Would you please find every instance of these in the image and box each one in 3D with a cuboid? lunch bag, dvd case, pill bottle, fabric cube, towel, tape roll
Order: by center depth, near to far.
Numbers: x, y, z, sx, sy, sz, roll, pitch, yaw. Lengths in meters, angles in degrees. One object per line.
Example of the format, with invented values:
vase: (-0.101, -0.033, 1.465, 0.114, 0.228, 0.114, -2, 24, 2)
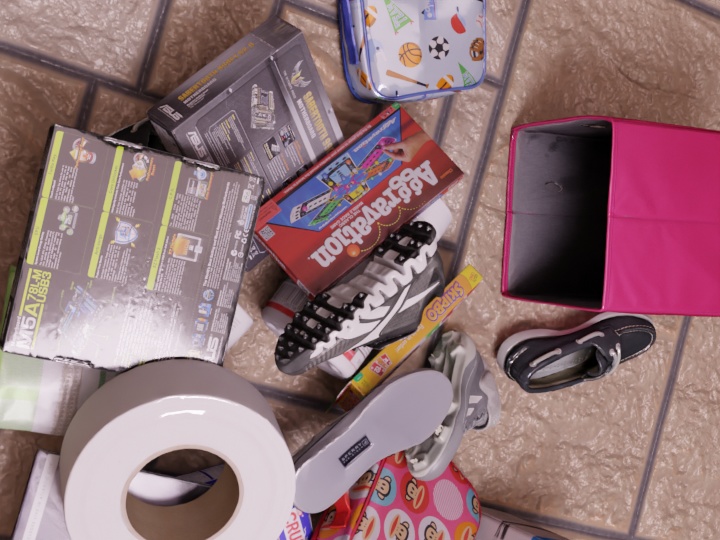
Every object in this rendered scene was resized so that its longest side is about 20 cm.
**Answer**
tape roll: (-0.161, 0.182, 1.071, 0.202, 0.071, 0.203, -7, 115, -15)
towel: (-0.225, 0.080, 1.103, 0.200, 0.031, 0.150, 8, 89, -24)
dvd case: (-0.221, 0.256, 1.131, 0.200, 0.016, 0.149, 17, 93, -22)
pill bottle: (0.000, 0.000, 1.246, 0.114, 0.114, 0.200, 41, 77, -21)
lunch bag: (0.031, 0.259, 1.258, 0.176, 0.082, 0.200, 49, 45, -21)
lunch bag: (0.047, -0.276, 1.271, 0.160, 0.076, 0.201, -10, 99, -21)
fabric cube: (0.292, -0.057, 1.329, 0.199, 0.196, 0.201, 2, 92, -24)

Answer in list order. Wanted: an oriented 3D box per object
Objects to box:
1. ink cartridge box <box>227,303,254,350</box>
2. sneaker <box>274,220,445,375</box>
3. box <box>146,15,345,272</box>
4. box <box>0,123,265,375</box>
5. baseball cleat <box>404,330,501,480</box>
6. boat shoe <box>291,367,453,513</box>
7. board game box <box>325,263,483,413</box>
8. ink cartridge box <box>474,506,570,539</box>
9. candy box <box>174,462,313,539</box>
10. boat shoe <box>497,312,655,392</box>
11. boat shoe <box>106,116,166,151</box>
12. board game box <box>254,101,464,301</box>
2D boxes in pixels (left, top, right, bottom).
ink cartridge box: (-0.226, 0.066, 1.163, 0.200, 0.086, 0.146, -46, 110, -13)
sneaker: (0.010, 0.045, 1.152, 0.200, 0.066, 0.091, -41, 124, -19)
box: (-0.097, -0.119, 1.180, 0.158, 0.048, 0.200, -42, 139, -16)
box: (-0.198, -0.009, 1.072, 0.193, 0.048, 0.201, 12, 91, -19)
baseball cleat: (0.107, 0.154, 1.290, 0.106, 0.070, 0.200, 47, 42, -26)
boat shoe: (0.000, 0.161, 1.204, 0.200, 0.070, 0.071, -38, 109, -17)
board game box: (0.044, 0.078, 1.275, 0.200, 0.096, 0.030, -41, 83, -19)
ink cartridge box: (0.164, 0.342, 1.298, 0.084, 0.200, 0.146, 16, 87, -27)
candy box: (-0.148, 0.286, 1.219, 0.200, 0.077, 0.170, -13, 99, -21)
boat shoe: (0.254, 0.097, 1.380, 0.200, 0.060, 0.076, -14, 127, -18)
boat shoe: (-0.195, -0.116, 1.178, 0.200, 0.060, 0.076, -41, 108, -17)
board game box: (-0.005, -0.069, 1.193, 0.200, 0.019, 0.103, -40, 81, -18)
